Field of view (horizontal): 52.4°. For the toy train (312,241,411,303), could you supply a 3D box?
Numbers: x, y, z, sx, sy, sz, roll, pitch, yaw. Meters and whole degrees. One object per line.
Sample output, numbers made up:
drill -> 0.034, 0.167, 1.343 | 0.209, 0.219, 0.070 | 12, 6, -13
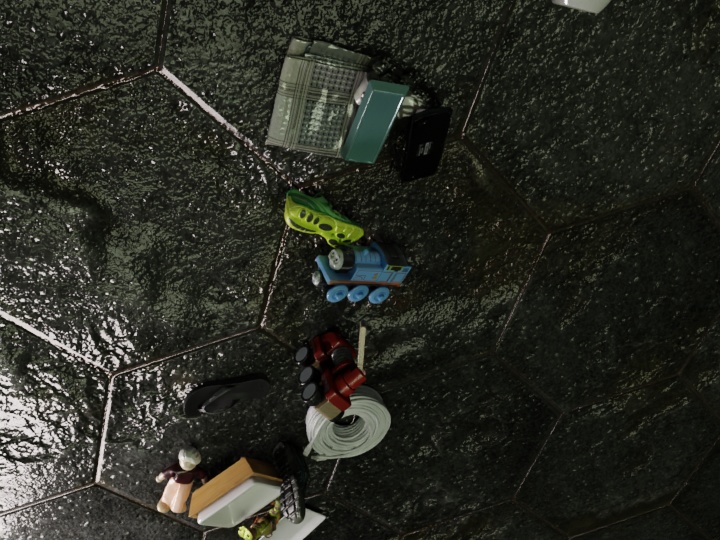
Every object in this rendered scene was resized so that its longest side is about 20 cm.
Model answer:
toy train -> 0.000, 0.000, 1.446 | 0.198, 0.087, 0.115 | 4, 131, -37

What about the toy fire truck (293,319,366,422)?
toy fire truck -> -0.039, 0.182, 1.526 | 0.199, 0.177, 0.129 | -38, 124, 13

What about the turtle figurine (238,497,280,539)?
turtle figurine -> -0.246, 0.637, 1.810 | 0.064, 0.161, 0.201 | 46, 120, 12

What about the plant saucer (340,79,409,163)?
plant saucer -> 0.022, -0.248, 1.256 | 0.069, 0.019, 0.201 | 5, 150, -15

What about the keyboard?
keyboard -> 0.102, -0.232, 1.329 | 0.102, 0.040, 0.201 | -15, 154, -12

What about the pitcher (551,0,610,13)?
pitcher -> 0.398, -0.528, 1.193 | 0.169, 0.121, 0.203 | 0, 114, -33

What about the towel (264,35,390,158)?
towel -> -0.056, -0.294, 1.279 | 0.189, 0.035, 0.202 | 8, 121, -19

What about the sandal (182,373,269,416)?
sandal -> -0.297, 0.277, 1.608 | 0.197, 0.043, 0.077 | -17, 127, -2

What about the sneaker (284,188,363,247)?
sneaker -> -0.064, -0.104, 1.383 | 0.073, 0.085, 0.199 | -27, 148, 29

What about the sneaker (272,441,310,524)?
sneaker -> -0.147, 0.491, 1.702 | 0.079, 0.202, 0.075 | 25, 125, -37

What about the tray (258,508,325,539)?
tray -> -0.192, 0.686, 1.933 | 0.107, 0.022, 0.200 | 33, 111, -30

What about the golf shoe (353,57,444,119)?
golf shoe -> 0.069, -0.299, 1.277 | 0.094, 0.079, 0.198 | -36, 146, 31

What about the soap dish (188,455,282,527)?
soap dish -> -0.290, 0.525, 1.735 | 0.199, 0.082, 0.157 | -36, 147, 12

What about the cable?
cable -> -0.030, 0.355, 1.716 | 0.197, 0.070, 0.202 | 5, 122, -19

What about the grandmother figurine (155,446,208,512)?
grandmother figurine -> -0.415, 0.489, 1.718 | 0.120, 0.061, 0.202 | 2, 127, -30
